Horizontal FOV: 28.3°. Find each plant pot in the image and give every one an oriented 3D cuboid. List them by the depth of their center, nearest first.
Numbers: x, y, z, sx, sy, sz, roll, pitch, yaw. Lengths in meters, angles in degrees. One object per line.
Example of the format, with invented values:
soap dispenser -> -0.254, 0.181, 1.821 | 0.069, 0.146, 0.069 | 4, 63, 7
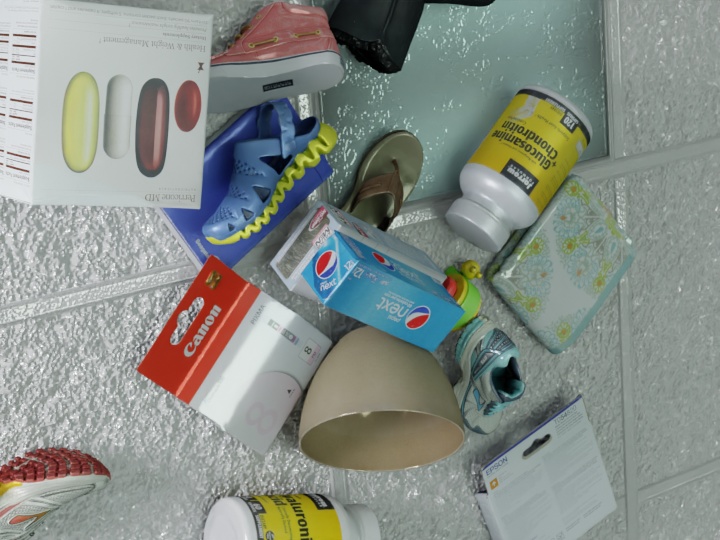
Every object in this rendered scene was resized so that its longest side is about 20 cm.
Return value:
plant pot -> 0.023, 0.146, 1.727 | 0.200, 0.200, 0.135 | 19, 56, -35

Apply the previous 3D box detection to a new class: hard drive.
hard drive -> -0.136, -0.100, 1.647 | 0.200, 0.025, 0.132 | -44, 121, -19

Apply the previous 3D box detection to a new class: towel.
towel -> 0.273, -0.012, 1.931 | 0.171, 0.048, 0.200 | 46, 74, -29

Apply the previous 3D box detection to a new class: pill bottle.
pill bottle -> -0.079, 0.326, 1.726 | 0.199, 0.111, 0.112 | 4, 98, -35
pill bottle -> 0.196, -0.126, 1.803 | 0.112, 0.112, 0.200 | 44, 75, -32

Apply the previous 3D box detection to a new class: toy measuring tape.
toy measuring tape -> 0.098, 0.071, 1.815 | 0.074, 0.073, 0.200 | 42, 76, -33

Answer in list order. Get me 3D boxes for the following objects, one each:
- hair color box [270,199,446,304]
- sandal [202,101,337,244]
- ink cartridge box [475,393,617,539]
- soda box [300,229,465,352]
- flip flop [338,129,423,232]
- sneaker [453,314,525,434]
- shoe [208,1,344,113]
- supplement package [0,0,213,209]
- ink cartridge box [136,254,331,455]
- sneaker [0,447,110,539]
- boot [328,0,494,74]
hair color box -> 0.000, 0.000, 1.703 | 0.200, 0.061, 0.099 | 25, 109, -45
sandal -> -0.116, -0.114, 1.601 | 0.087, 0.079, 0.200 | 49, 64, -27
ink cartridge box -> 0.254, 0.298, 1.986 | 0.199, 0.041, 0.201 | -31, 116, -25
soda box -> 0.028, 0.026, 1.652 | 0.200, 0.064, 0.068 | 26, 108, -44
flip flop -> 0.016, -0.079, 1.733 | 0.081, 0.058, 0.200 | 42, 79, -28
sneaker -> 0.168, 0.154, 1.844 | 0.077, 0.086, 0.201 | -36, 142, -25
shoe -> -0.123, -0.240, 1.606 | 0.199, 0.072, 0.091 | -11, 63, -8
supplement package -> -0.271, -0.172, 1.467 | 0.190, 0.147, 0.201 | -1, 100, -34
ink cartridge box -> -0.141, 0.101, 1.659 | 0.163, 0.057, 0.200 | -58, 137, -9
sneaker -> -0.367, 0.250, 1.545 | 0.199, 0.078, 0.083 | -15, 113, -21
boot -> 0.064, -0.309, 1.703 | 0.199, 0.076, 0.169 | 23, 84, -28
